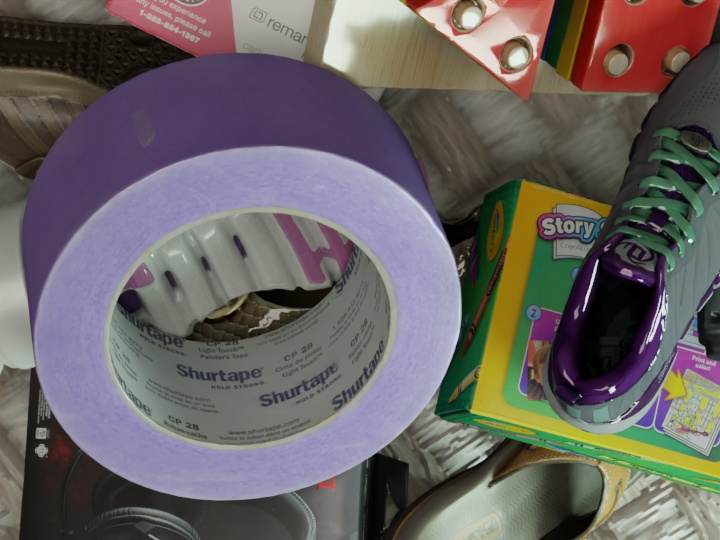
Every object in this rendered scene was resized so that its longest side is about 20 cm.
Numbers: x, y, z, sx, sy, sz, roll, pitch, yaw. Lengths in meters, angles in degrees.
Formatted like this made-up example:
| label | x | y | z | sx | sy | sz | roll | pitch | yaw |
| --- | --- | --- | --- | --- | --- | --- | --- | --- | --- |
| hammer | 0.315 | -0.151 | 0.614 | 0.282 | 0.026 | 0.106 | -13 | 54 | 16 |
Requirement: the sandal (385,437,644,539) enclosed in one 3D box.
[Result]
| label | x | y | z | sx | sy | sz | roll | pitch | yaw |
| --- | --- | --- | --- | --- | --- | --- | --- | --- | --- |
| sandal | 0.098 | 0.108 | 1.112 | 0.200 | 0.055 | 0.082 | -35 | 110 | -17 |

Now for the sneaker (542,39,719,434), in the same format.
| label | x | y | z | sx | sy | sz | roll | pitch | yaw |
| --- | --- | --- | --- | --- | --- | --- | --- | --- | --- |
| sneaker | 0.145 | -0.019 | 0.989 | 0.074 | 0.088 | 0.201 | 22 | 85 | 12 |

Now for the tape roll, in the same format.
| label | x | y | z | sx | sy | sz | roll | pitch | yaw |
| --- | --- | --- | --- | --- | --- | --- | --- | --- | --- |
| tape roll | -0.057 | 0.005 | 1.008 | 0.199 | 0.085 | 0.201 | -7 | 127 | -9 |

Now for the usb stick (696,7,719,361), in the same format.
| label | x | y | z | sx | sy | sz | roll | pitch | yaw |
| --- | --- | --- | --- | --- | --- | --- | --- | --- | --- |
| usb stick | 0.193 | -0.053 | 1.058 | 0.055 | 0.033 | 0.201 | 7 | 74 | -11 |

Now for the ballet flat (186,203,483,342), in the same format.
| label | x | y | z | sx | sy | sz | roll | pitch | yaw |
| --- | --- | --- | --- | --- | --- | --- | --- | --- | --- |
| ballet flat | 0.000 | 0.000 | 1.118 | 0.199 | 0.068 | 0.046 | -10 | 133 | 4 |

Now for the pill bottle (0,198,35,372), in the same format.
| label | x | y | z | sx | sy | sz | roll | pitch | yaw |
| --- | --- | --- | --- | --- | --- | --- | --- | --- | --- |
| pill bottle | -0.250 | 0.025 | 1.093 | 0.199 | 0.112 | 0.113 | -12 | 102 | 9 |

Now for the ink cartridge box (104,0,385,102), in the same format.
| label | x | y | z | sx | sy | sz | roll | pitch | yaw |
| --- | --- | --- | --- | --- | --- | --- | --- | --- | --- |
| ink cartridge box | -0.017 | -0.192 | 1.066 | 0.144 | 0.084 | 0.201 | 26 | 105 | -2 |

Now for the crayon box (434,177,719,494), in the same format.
| label | x | y | z | sx | sy | sz | roll | pitch | yaw |
| --- | --- | --- | --- | --- | --- | --- | --- | --- | --- |
| crayon box | 0.149 | 0.040 | 1.076 | 0.199 | 0.058 | 0.119 | 16 | 79 | -12 |

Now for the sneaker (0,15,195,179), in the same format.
| label | x | y | z | sx | sy | sz | roll | pitch | yaw |
| --- | --- | --- | --- | --- | --- | --- | --- | --- | --- |
| sneaker | -0.147 | -0.084 | 1.128 | 0.199 | 0.071 | 0.076 | 12 | 131 | 0 |

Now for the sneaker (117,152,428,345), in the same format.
| label | x | y | z | sx | sy | sz | roll | pitch | yaw |
| --- | --- | --- | --- | --- | --- | --- | --- | --- | --- |
| sneaker | -0.065 | -0.027 | 1.093 | 0.199 | 0.089 | 0.081 | -22 | 126 | 0 |

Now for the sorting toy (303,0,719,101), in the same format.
| label | x | y | z | sx | sy | sz | roll | pitch | yaw |
| --- | --- | --- | --- | --- | --- | --- | --- | --- | --- |
| sorting toy | 0.093 | -0.170 | 1.003 | 0.198 | 0.070 | 0.201 | -1 | 118 | -29 |

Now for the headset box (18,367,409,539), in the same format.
| label | x | y | z | sx | sy | sz | roll | pitch | yaw |
| --- | --- | --- | --- | --- | --- | --- | --- | --- | --- |
| headset box | -0.074 | 0.122 | 1.133 | 0.199 | 0.077 | 0.150 | 3 | 84 | 7 |
